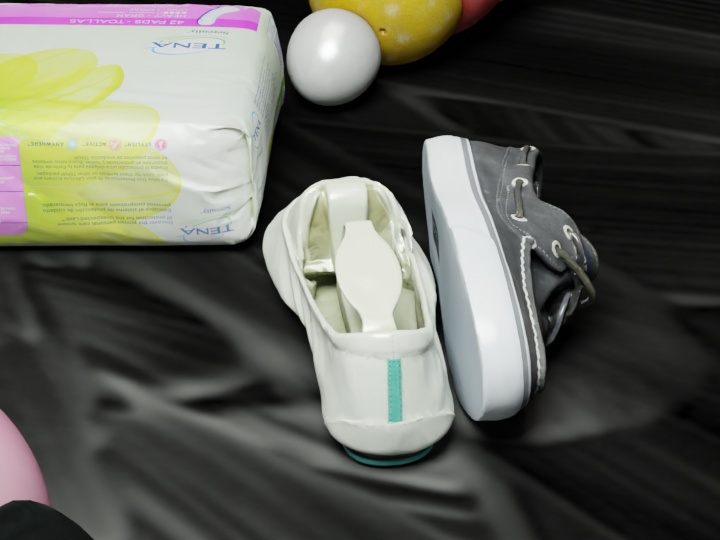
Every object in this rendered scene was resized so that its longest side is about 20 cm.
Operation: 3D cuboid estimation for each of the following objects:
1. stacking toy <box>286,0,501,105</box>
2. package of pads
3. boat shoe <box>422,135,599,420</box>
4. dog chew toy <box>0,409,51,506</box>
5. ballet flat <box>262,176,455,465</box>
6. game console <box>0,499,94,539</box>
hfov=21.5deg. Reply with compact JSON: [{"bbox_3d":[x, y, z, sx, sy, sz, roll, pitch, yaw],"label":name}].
[{"bbox_3d":[0.021,-0.160,1.024,0.146,0.146,0.200,13,50,22],"label":"stacking toy"},{"bbox_3d":[-0.140,-0.072,0.905,0.200,0.068,0.155,0,30,2],"label":"package of pads"},{"bbox_3d":[0.065,-0.003,0.789,0.066,0.070,0.200,-4,23,-2],"label":"boat shoe"},{"bbox_3d":[-0.181,0.071,0.618,0.124,0.125,0.200,-18,26,-26],"label":"dog chew toy"},{"bbox_3d":[0.000,0.000,0.780,0.069,0.070,0.200,-6,30,-8],"label":"ballet flat"},{"bbox_3d":[-0.069,0.170,0.445,0.200,0.116,0.176,42,72,7],"label":"game console"}]
